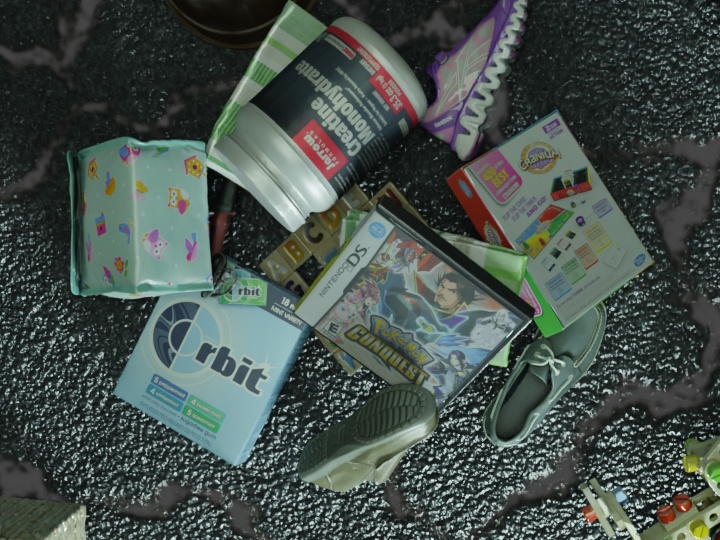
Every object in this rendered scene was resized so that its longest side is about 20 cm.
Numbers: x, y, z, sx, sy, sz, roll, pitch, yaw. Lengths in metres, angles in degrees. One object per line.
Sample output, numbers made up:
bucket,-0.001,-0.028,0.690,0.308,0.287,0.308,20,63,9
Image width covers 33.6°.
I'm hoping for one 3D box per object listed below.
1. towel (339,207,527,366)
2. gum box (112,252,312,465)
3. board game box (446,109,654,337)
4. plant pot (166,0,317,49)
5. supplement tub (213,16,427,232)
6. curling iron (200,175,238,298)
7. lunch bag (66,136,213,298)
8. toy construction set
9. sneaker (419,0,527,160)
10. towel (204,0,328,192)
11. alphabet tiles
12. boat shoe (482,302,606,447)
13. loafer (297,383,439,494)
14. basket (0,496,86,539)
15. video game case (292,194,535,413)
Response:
towel,0.072,0.018,1.277,0.199,0.031,0.150,14,124,12
gum box,-0.163,0.092,1.360,0.169,0.045,0.201,29,94,11
board game box,0.206,-0.053,1.288,0.153,0.040,0.201,-31,88,-28
plant pot,-0.147,-0.351,1.275,0.199,0.198,0.202,0,93,7
supplement tub,-0.041,-0.153,1.254,0.200,0.140,0.140,-44,87,-5
curling iron,-0.148,-0.060,1.339,0.049,0.026,0.201,-11,60,37
lunch bag,-0.259,-0.055,1.317,0.199,0.121,0.172,-1,92,50
toy construction set,0.343,0.251,1.296,0.199,0.092,0.132,-25,114,14
sneaker,0.121,-0.227,1.314,0.088,0.080,0.201,24,95,12
towel,-0.071,-0.172,1.325,0.152,0.023,0.201,30,95,-28
alphabet tiles,0.000,0.000,1.326,0.167,0.008,0.200,50,120,3
boat shoe,0.207,0.113,1.320,0.073,0.062,0.200,38,95,4
loafer,0.018,0.190,1.321,0.070,0.076,0.199,38,131,-26
basket,-0.404,0.362,1.330,0.159,0.198,0.202,0,91,2
video game case,0.053,0.043,1.264,0.200,0.026,0.181,37,125,-5
